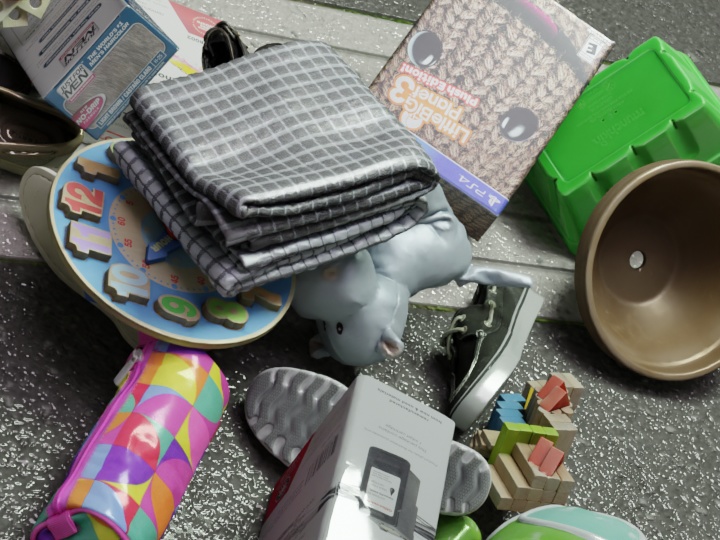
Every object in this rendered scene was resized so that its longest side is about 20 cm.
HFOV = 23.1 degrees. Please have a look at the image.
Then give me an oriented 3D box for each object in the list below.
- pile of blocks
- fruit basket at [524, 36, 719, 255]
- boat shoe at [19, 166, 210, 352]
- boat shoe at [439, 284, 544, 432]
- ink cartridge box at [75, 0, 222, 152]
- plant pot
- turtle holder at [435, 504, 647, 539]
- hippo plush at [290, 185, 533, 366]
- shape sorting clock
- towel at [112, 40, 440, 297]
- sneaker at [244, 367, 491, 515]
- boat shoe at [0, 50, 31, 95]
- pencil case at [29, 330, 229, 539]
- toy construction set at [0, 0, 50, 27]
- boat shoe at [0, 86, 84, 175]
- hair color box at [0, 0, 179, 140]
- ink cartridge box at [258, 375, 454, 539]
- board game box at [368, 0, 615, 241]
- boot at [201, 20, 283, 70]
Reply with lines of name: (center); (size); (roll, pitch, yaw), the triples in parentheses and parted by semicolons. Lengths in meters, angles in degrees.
pile of blocks: (0.137, 0.121, 1.420); (0.082, 0.062, 0.200); (20, 23, 0)
fruit basket: (0.260, -0.117, 1.720); (0.216, 0.216, 0.156); (-5, 53, -38)
boat shoe: (-0.184, -0.008, 1.360); (0.200, 0.072, 0.060); (45, 38, 15)
boat shoe: (0.099, 0.065, 1.488); (0.064, 0.071, 0.200); (34, 31, -1)
ink cartridge box: (-0.179, -0.151, 1.512); (0.116, 0.068, 0.200); (19, 41, -19)
plant pot: (0.274, -0.004, 1.623); (0.201, 0.201, 0.093); (14, 2, -23)
turtle holder: (0.138, 0.241, 1.295); (0.132, 0.185, 0.141); (-41, 110, -50)
hippo plush: (0.000, 0.000, 1.444); (0.200, 0.159, 0.161); (51, 61, -30)
shape sorting clock: (-0.138, -0.025, 1.318); (0.200, 0.039, 0.200); (17, 43, -17)
towel: (-0.062, -0.086, 1.313); (0.200, 0.086, 0.166); (-19, 55, -33)
sneaker: (0.002, 0.138, 1.355); (0.200, 0.082, 0.075); (26, 84, 6)
boat shoe: (-0.358, -0.190, 1.424); (0.200, 0.073, 0.075); (21, 41, -15)
pencil case: (-0.159, 0.130, 1.229); (0.088, 0.088, 0.200); (28, 39, -7)
toy construction set: (-0.302, -0.270, 1.462); (0.131, 0.092, 0.200); (-31, 33, -18)
boat shoe: (-0.316, -0.125, 1.380); (0.200, 0.065, 0.072); (16, 67, -25)
hair color box: (-0.225, -0.189, 1.429); (0.061, 0.100, 0.200); (40, 5, -32)
ink cartridge box: (-0.015, 0.195, 1.209); (0.083, 0.145, 0.200); (28, 39, -11)
board game box: (0.103, -0.158, 1.584); (0.159, 0.097, 0.200); (34, 76, 1)
boot: (-0.087, -0.156, 1.499); (0.174, 0.069, 0.200); (55, 19, -54)
